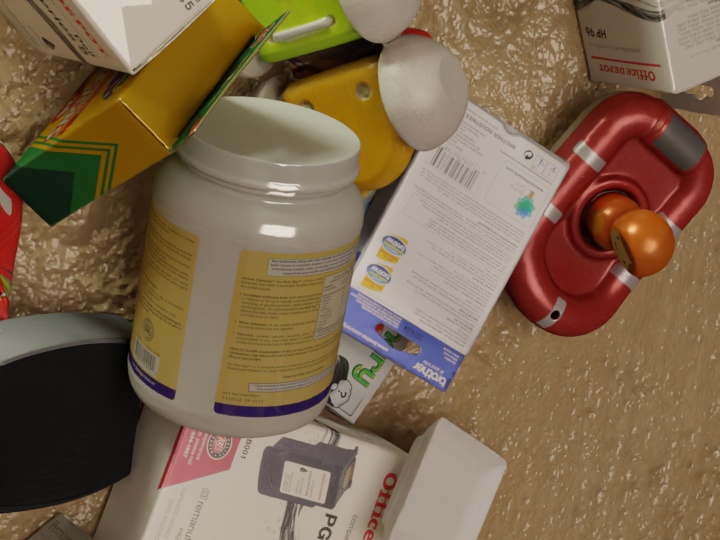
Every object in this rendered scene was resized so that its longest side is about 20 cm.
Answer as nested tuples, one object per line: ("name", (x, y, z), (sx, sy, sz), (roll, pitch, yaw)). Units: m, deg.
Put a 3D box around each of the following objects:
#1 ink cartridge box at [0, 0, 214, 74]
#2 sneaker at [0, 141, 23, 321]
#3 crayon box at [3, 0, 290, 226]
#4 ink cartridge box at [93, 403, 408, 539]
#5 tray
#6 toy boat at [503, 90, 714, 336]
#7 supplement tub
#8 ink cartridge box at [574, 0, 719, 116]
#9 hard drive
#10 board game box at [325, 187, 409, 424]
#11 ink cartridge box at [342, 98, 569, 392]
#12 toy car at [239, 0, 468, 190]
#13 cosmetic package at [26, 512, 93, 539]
("ink cartridge box", (-0.195, -0.213, 1.262), (0.084, 0.200, 0.146), (-45, 116, -13))
("sneaker", (-0.260, 0.007, 1.337), (0.077, 0.085, 0.201), (3, 98, -29))
("crayon box", (-0.142, -0.114, 1.291), (0.051, 0.200, 0.127), (45, 53, -16))
("ink cartridge box", (-0.076, 0.172, 1.466), (0.200, 0.084, 0.145), (20, 90, -30))
("tray", (0.062, 0.177, 1.520), (0.108, 0.022, 0.200), (-67, 157, -7))
("toy boat", (0.200, -0.034, 1.535), (0.130, 0.131, 0.200), (36, 96, -28))
("supplement tub", (-0.077, -0.003, 1.341), (0.145, 0.145, 0.201), (-1, 116, -27))
("ink cartridge box", (0.225, -0.207, 1.533), (0.068, 0.116, 0.201), (-22, 109, -22))
("hard drive", (-0.213, 0.099, 1.345), (0.200, 0.042, 0.135), (-4, 105, -64))
("board game box", (0.000, 0.000, 1.501), (0.126, 0.035, 0.200), (38, 81, -29))
("ink cartridge box", (0.061, -0.023, 1.482), (0.119, 0.042, 0.200), (31, 82, -23))
("toy car", (-0.010, -0.165, 1.409), (0.150, 0.175, 0.201), (-48, 119, -52))
("cosmetic package", (-0.254, 0.269, 1.383), (0.200, 0.102, 0.074), (-41, 117, -16))
